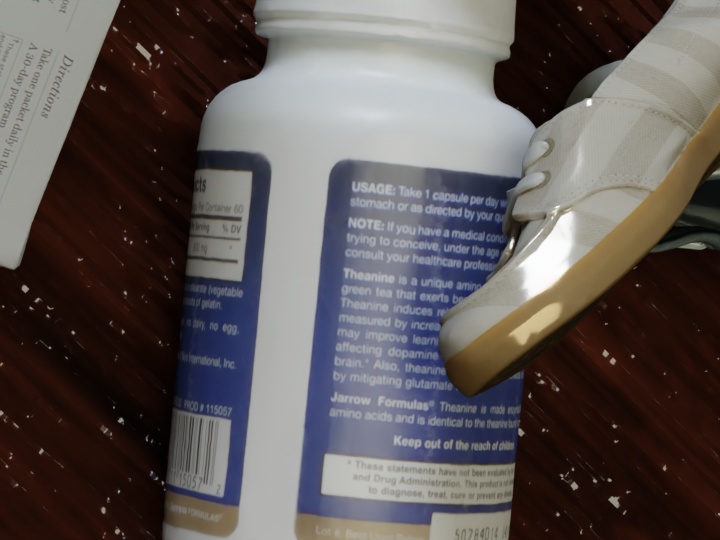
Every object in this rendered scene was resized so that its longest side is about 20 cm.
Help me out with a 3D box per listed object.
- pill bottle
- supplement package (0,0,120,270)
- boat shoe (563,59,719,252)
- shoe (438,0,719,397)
[{"bbox_3d":[0.000,0.000,0.911,0.111,0.111,0.200,6,90,-17],"label":"pill bottle"},{"bbox_3d":[-0.116,-0.130,0.819,0.111,0.156,0.200,20,107,-15],"label":"supplement package"},{"bbox_3d":[0.164,-0.016,0.971,0.200,0.062,0.073,14,131,-11],"label":"boat shoe"},{"bbox_3d":[0.077,-0.033,0.880,0.053,0.070,0.200,43,53,4],"label":"shoe"}]
